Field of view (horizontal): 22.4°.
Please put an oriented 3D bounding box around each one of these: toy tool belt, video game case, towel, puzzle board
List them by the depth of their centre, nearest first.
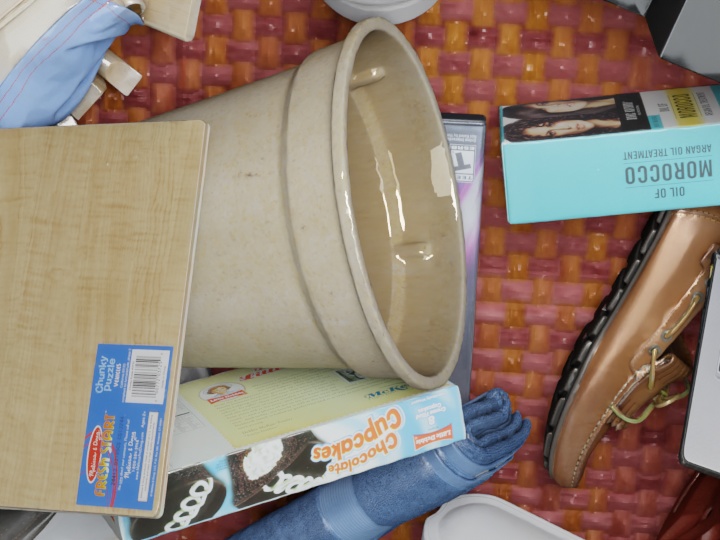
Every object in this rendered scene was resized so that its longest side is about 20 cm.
[{"bbox_3d":[-0.152,0.023,0.932,0.150,0.017,0.201,0,77,26],"label":"puzzle board"},{"bbox_3d":[-0.187,-0.110,1.017,0.123,0.125,0.200,40,110,-3],"label":"toy tool belt"},{"bbox_3d":[0.004,0.140,1.099,0.200,0.112,0.049,-31,83,24],"label":"towel"},{"bbox_3d":[0.000,0.000,1.104,0.142,0.019,0.201,3,111,2],"label":"video game case"}]

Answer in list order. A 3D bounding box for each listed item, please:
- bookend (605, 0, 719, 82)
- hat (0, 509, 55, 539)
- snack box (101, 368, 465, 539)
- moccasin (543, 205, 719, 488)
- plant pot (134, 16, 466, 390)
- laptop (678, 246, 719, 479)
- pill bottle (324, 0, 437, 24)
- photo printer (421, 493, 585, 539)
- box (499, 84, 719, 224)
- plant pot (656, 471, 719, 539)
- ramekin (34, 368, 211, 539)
[{"bbox_3d":[0.163,-0.170,0.929,0.199,0.199,0.092,21,112,-4],"label":"bookend"},{"bbox_3d":[-0.234,0.090,0.998,0.199,0.081,0.202,-2,74,6],"label":"hat"},{"bbox_3d":[-0.056,0.088,1.009,0.199,0.116,0.037,-15,110,-20],"label":"snack box"},{"bbox_3d":[0.172,0.046,1.088,0.077,0.074,0.202,29,101,1],"label":"moccasin"},{"bbox_3d":[-0.058,-0.024,1.001,0.183,0.201,0.201,-8,112,19],"label":"plant pot"},{"bbox_3d":[0.291,0.027,0.972,0.186,0.201,0.116,20,155,-10],"label":"laptop"},{"bbox_3d":[0.007,-0.203,0.921,0.110,0.200,0.112,-1,72,2],"label":"pill bottle"},{"bbox_3d":[0.122,0.229,1.104,0.200,0.069,0.167,23,141,41],"label":"photo printer"},{"bbox_3d":[0.179,-0.070,1.031,0.199,0.082,0.049,-5,110,5],"label":"box"},{"bbox_3d":[0.291,0.183,1.076,0.195,0.201,0.201,36,110,-3],"label":"plant pot"},{"bbox_3d":[-0.194,0.089,1.104,0.199,0.105,0.201,1,112,2],"label":"ramekin"}]
